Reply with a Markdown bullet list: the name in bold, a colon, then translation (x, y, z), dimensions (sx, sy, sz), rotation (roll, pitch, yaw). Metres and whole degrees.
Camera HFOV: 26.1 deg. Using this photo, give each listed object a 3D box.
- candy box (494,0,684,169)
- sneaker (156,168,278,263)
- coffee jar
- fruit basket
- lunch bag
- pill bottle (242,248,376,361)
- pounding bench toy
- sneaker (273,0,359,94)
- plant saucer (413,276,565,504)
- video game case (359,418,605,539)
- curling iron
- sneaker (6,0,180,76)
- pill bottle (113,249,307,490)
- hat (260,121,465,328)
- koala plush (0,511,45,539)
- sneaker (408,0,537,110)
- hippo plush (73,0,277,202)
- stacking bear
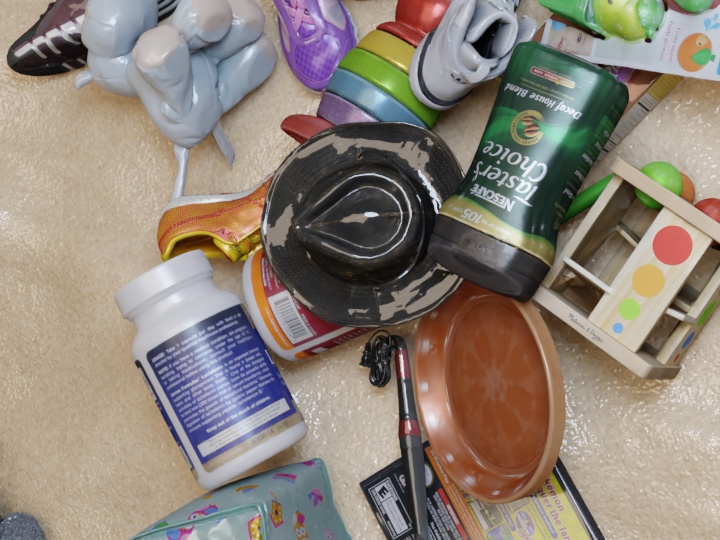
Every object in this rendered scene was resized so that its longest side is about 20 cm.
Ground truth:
- **candy box**: translation (0.229, -0.201, 1.384), dimensions (0.200, 0.056, 0.117), rotation (-45, 70, 12)
- **sneaker**: translation (-0.099, -0.044, 1.492), dimensions (0.199, 0.073, 0.078), rotation (-18, 55, 15)
- **coffee jar**: translation (0.136, -0.080, 1.279), dimensions (0.104, 0.085, 0.201), rotation (24, 88, 18)
- **fruit basket**: translation (0.248, -0.257, 1.286), dimensions (0.199, 0.093, 0.186), rotation (17, 92, 45)
- **lunch bag**: translation (-0.131, 0.266, 1.443), dimensions (0.199, 0.170, 0.123), rotation (-20, 90, 20)
- **pill bottle**: translation (0.000, 0.000, 1.438), dimensions (0.199, 0.113, 0.114), rotation (-23, 78, 20)
- **pounding bench toy**: translation (0.221, -0.027, 1.338), dimensions (0.200, 0.124, 0.156), rotation (37, 100, 21)
- **sneaker**: translation (-0.061, -0.269, 1.498), dimensions (0.080, 0.088, 0.201), rotation (-15, 81, 20)
- **plant saucer**: translation (0.114, 0.101, 1.356), dimensions (0.200, 0.032, 0.202), rotation (15, 108, 55)
- **video game case**: translation (0.118, 0.238, 1.418), dimensions (0.180, 0.025, 0.201), rotation (-34, 73, 18)
- **curling iron**: translation (0.040, 0.153, 1.437), dimensions (0.049, 0.025, 0.201), rotation (-22, 77, 44)
- **sneaker**: translation (-0.286, -0.287, 1.612), dimensions (0.199, 0.076, 0.116), rotation (-24, 72, 9)
- **pill bottle**: translation (-0.141, 0.090, 1.435), dimensions (0.115, 0.116, 0.201), rotation (-29, 86, 19)
- **hat**: translation (-0.003, -0.039, 1.334), dimensions (0.199, 0.081, 0.202), rotation (1, 92, 17)
- **koala plush**: translation (-0.462, 0.271, 1.571), dimensions (0.184, 0.200, 0.178), rotation (-41, 73, 16)
- **sneaker**: translation (0.118, -0.237, 1.356), dimensions (0.075, 0.115, 0.201), rotation (29, 77, -17)
- **hippo plush**: translation (-0.187, -0.212, 1.528), dimensions (0.160, 0.201, 0.159), rotation (33, 55, 33)
- **stacking bear**: translation (0.035, -0.182, 1.440), dimensions (0.121, 0.114, 0.201), rotation (33, 87, -18)
